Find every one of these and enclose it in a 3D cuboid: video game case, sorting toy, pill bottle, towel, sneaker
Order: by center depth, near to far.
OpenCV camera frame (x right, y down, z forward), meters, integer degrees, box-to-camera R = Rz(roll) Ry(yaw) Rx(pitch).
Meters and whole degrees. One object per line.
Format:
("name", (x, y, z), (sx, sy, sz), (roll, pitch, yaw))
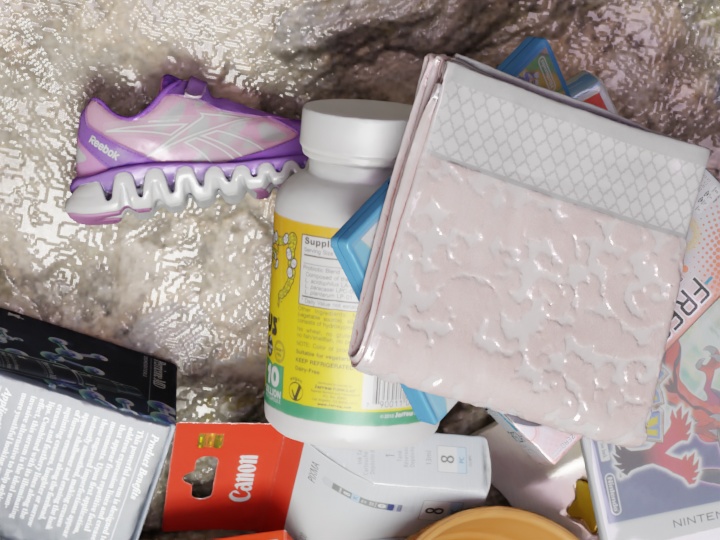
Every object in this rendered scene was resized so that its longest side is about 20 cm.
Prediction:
("towel", (0.103, -0.009, 1.387), (0.199, 0.032, 0.192), (17, 84, -24))
("video game case", (0.074, -0.025, 1.433), (0.200, 0.018, 0.143), (-46, 127, -28))
("pill bottle", (0.000, 0.000, 1.460), (0.112, 0.113, 0.201), (2, 102, -5))
("video game case", (0.224, 0.073, 1.511), (0.181, 0.023, 0.201), (-11, 85, -4))
("sneaker", (-0.095, -0.086, 1.524), (0.199, 0.080, 0.089), (-8, 84, -6))
("sorting toy", (0.149, 0.159, 1.586), (0.179, 0.107, 0.201), (-19, 85, 14))

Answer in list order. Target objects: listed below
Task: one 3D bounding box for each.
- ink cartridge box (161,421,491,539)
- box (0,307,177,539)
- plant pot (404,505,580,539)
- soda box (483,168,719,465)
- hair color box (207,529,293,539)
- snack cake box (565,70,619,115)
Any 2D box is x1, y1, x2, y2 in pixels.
("ink cartridge box", (-0.026, 0.157, 1.544), (0.199, 0.160, 0.047), (3, 58, -7))
("box", (-0.225, 0.096, 1.512), (0.199, 0.148, 0.107), (19, 101, -9))
("plant pot", (0.059, 0.260, 1.503), (0.199, 0.140, 0.201), (11, 69, -29))
("soda box", (0.162, 0.028, 1.470), (0.068, 0.064, 0.200), (45, 84, 2))
("hair color box", (-0.130, 0.224, 1.548), (0.199, 0.102, 0.062), (-8, 65, 10))
("snack cake box", (0.090, -0.033, 1.551), (0.199, 0.067, 0.115), (-28, 101, 2))
